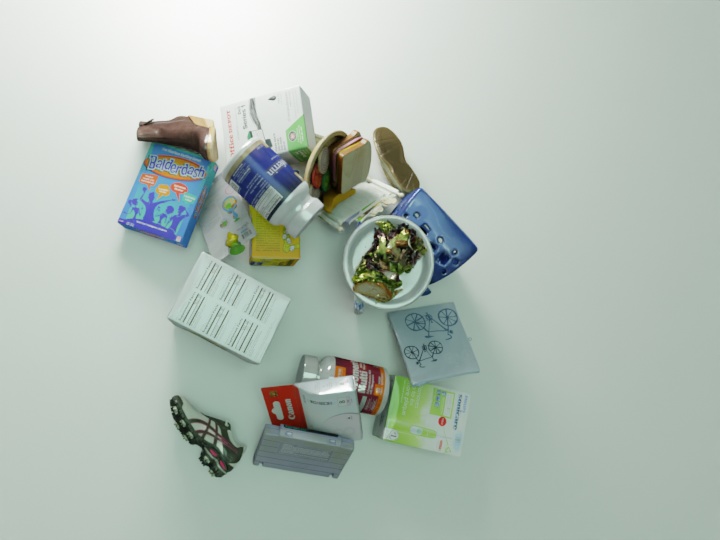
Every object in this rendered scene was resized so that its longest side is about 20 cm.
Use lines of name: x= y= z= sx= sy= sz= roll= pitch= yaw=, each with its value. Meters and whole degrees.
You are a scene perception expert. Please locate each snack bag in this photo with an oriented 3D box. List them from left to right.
snack bag: x=0.178 y=0.173 z=1.272 sx=0.186 sy=0.022 sz=0.202 roll=-7 pitch=57 yaw=-18

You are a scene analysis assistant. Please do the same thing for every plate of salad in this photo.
plate of salad: x=0.060 y=-0.016 z=1.124 sx=0.196 sy=0.048 sz=0.204 roll=0 pitch=93 yaw=-1

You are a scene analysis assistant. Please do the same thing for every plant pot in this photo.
plant pot: x=0.124 y=-0.048 z=1.246 sx=0.200 sy=0.200 sz=0.180 roll=46 pitch=80 yaw=-5

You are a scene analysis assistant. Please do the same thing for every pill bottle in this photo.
pill bottle: x=-0.178 y=-0.168 z=1.102 sx=0.200 sy=0.116 sz=0.116 roll=43 pitch=74 yaw=-6
pill bottle: x=-0.042 y=0.254 z=1.194 sx=0.197 sy=0.109 sz=0.111 roll=14 pitch=78 yaw=-14

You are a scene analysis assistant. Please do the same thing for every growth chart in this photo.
growth chart: x=-0.006 y=-0.160 z=1.269 sx=0.198 sy=0.018 sz=0.145 roll=-31 pitch=47 yaw=-19

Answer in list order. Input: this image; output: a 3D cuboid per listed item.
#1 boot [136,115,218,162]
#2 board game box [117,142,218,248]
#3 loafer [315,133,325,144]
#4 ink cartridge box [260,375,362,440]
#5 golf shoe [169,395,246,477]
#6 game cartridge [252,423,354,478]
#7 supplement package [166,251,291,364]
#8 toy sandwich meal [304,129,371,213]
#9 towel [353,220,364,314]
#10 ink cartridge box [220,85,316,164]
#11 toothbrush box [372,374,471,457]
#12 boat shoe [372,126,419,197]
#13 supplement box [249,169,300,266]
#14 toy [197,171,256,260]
boot: x=-0.396 y=-0.282 z=1.148 sx=0.164 sy=0.201 sz=0.073 roll=-7 pitch=123 yaw=-16
board game box: x=-0.420 y=-0.169 z=1.167 sx=0.150 sy=0.045 sz=0.203 roll=16 pitch=77 yaw=4
loafer: x=-0.093 y=-0.280 z=1.277 sx=0.197 sy=0.076 sz=0.069 roll=3 pitch=75 yaw=-16
ink cartridge box: x=-0.100 y=0.306 z=1.130 sx=0.197 sy=0.057 sz=0.164 roll=-10 pitch=127 yaw=-3
golf shoe: x=-0.329 y=0.340 z=1.132 sx=0.088 sy=0.077 sz=0.201 roll=-38 pitch=95 yaw=-37
game cartridge: x=-0.123 y=0.391 z=1.149 sx=0.197 sy=0.131 sz=0.039 roll=15 pitch=33 yaw=-13
supplement package: x=-0.274 y=0.087 z=1.111 sx=0.198 sy=0.191 sz=0.149 roll=29 pitch=75 yaw=-9
toy sandwich meal: x=-0.049 y=-0.220 z=1.198 sx=0.070 sy=0.206 sz=0.207 roll=23 pitch=74 yaw=22
towel: x=0.000 y=0.000 z=1.225 sx=0.023 sy=0.147 sz=0.204 roll=3 pitch=81 yaw=-1
ink cartridge box: x=-0.208 y=-0.313 z=1.202 sx=0.197 sy=0.084 sz=0.149 roll=-11 pitch=83 yaw=12
toothbrush box: x=0.143 y=0.339 z=1.247 sx=0.197 sy=0.086 sz=0.148 roll=17 pitch=77 yaw=-14
boat shoe: x=0.080 y=-0.264 z=1.328 sx=0.073 sy=0.067 sz=0.202 roll=-17 pitch=72 yaw=-16
supplement box: x=-0.197 y=-0.118 z=1.207 sx=0.108 sy=0.109 sz=0.204 roll=1 pitch=82 yaw=-15
toy: x=-0.299 y=-0.116 z=1.176 sx=0.114 sy=0.047 sz=0.202 roll=-33 pitch=59 yaw=8
